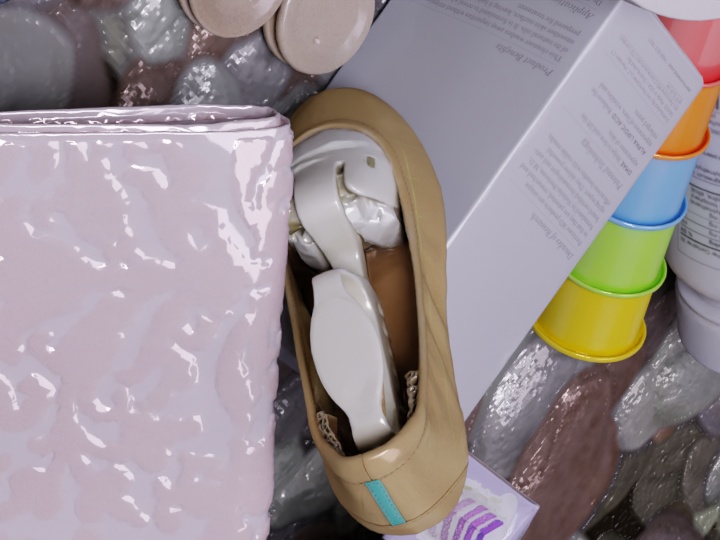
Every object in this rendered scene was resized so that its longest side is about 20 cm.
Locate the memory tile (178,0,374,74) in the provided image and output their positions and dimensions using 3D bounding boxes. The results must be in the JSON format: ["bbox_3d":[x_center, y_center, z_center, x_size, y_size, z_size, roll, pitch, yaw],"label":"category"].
[{"bbox_3d":[-0.020,-0.183,0.839,0.153,0.017,0.200,17,101,-47],"label":"memory tile"}]

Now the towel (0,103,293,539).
[{"bbox_3d":[-0.123,0.037,0.795,0.191,0.032,0.200,-1,114,-12],"label":"towel"}]

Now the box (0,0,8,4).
[{"bbox_3d":[-0.106,-0.182,0.679,0.200,0.107,0.149,-29,127,-25],"label":"box"}]

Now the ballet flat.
[{"bbox_3d":[0.000,0.000,0.813,0.069,0.200,0.063,-22,147,13],"label":"ballet flat"}]

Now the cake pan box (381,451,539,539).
[{"bbox_3d":[0.003,0.169,0.963,0.184,0.052,0.200,-53,173,-7],"label":"cake pan box"}]

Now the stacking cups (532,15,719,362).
[{"bbox_3d":[0.123,-0.051,0.986,0.060,0.061,0.200,-21,138,-34],"label":"stacking cups"}]

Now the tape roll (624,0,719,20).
[{"bbox_3d":[0.103,-0.210,0.824,0.203,0.139,0.203,-23,127,-34],"label":"tape roll"}]

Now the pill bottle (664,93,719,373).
[{"bbox_3d":[0.200,-0.052,1.049,0.113,0.113,0.200,-28,130,-30],"label":"pill bottle"}]

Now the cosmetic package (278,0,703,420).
[{"bbox_3d":[0.035,-0.037,0.905,0.200,0.113,0.081,-54,137,-3],"label":"cosmetic package"}]
